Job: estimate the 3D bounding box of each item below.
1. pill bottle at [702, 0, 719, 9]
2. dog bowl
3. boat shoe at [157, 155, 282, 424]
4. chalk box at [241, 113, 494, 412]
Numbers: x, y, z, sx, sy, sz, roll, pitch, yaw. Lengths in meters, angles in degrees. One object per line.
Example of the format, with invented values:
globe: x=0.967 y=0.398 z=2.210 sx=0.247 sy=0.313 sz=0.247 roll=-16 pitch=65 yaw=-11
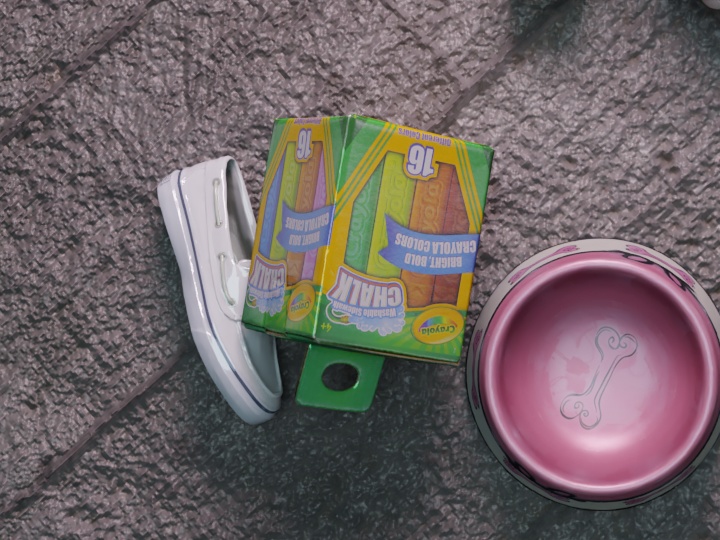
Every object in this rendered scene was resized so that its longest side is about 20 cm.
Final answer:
pill bottle: x=0.235 y=-0.292 z=1.130 sx=0.114 sy=0.114 sz=0.201 roll=-37 pitch=106 yaw=5
dog bowl: x=0.172 y=0.075 z=1.181 sx=0.197 sy=0.074 sz=0.203 roll=0 pitch=89 yaw=8
boat shoe: x=-0.092 y=0.011 z=1.216 sx=0.066 sy=0.073 sz=0.202 roll=-24 pitch=84 yaw=21
chalk box: x=0.000 y=0.000 z=1.161 sx=0.123 sy=0.123 sz=0.203 roll=9 pitch=89 yaw=-29
